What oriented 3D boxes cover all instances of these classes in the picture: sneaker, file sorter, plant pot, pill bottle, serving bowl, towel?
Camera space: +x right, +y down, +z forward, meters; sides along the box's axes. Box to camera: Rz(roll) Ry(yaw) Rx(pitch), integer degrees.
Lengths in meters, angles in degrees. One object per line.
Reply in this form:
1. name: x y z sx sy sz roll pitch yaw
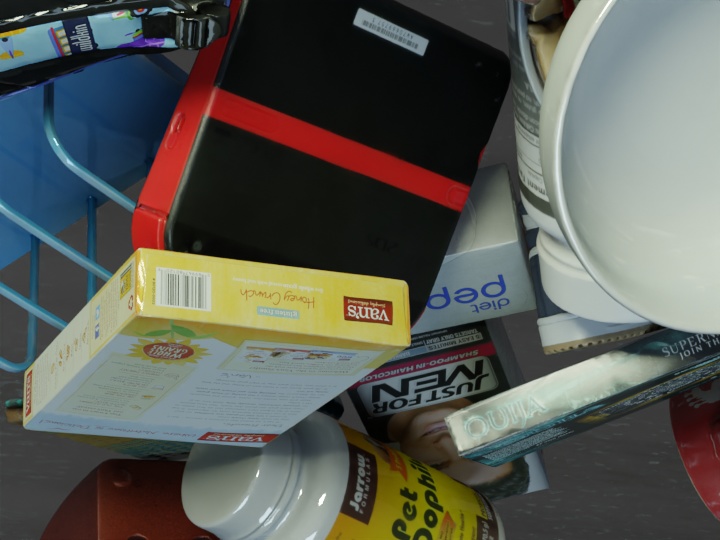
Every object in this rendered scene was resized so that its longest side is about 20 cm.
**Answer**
1. sneaker: 0.168 -0.019 1.196 0.070 0.109 0.200 -17 176 42
2. file sorter: -0.189 -0.034 1.087 0.200 0.123 0.139 -30 134 26
3. plant pot: -0.118 0.231 1.352 0.200 0.200 0.176 3 139 -11
4. pill bottle: 0.135 -0.082 1.033 0.114 0.114 0.200 -7 120 1
5. pill bottle: -0.011 0.155 1.253 0.200 0.109 0.109 29 129 -35
6. serving bowl: 0.164 -0.075 0.899 0.200 0.066 0.200 -8 115 -18
7. towel: -0.109 0.086 1.252 0.146 0.022 0.200 -14 163 19

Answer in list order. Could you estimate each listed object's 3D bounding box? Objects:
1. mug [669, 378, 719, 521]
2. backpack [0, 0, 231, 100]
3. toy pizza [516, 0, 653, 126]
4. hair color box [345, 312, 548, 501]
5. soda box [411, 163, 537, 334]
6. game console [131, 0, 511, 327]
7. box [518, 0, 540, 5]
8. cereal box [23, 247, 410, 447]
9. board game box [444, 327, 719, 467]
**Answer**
1. mug: 0.297 0.073 1.278 0.200 0.134 0.177 -25 140 28
2. backpack: -0.178 -0.166 0.919 0.200 0.135 0.183 -18 139 13
3. toy pizza: 0.167 -0.131 0.933 0.200 0.032 0.201 -9 116 -19
4. hair color box: 0.051 0.076 1.298 0.099 0.061 0.200 -14 140 9
5. soda box: 0.000 0.000 1.196 0.200 0.064 0.068 -12 140 8
6. game console: -0.017 -0.059 1.056 0.200 0.031 0.177 18 92 -43
7. box: 0.045 -0.251 0.822 0.166 0.164 0.200 17 135 -24
8. cereal box: -0.080 0.045 1.047 0.144 0.040 0.200 7 158 -24
9. board game box: 0.155 0.066 1.199 0.200 0.028 0.135 -22 168 8
